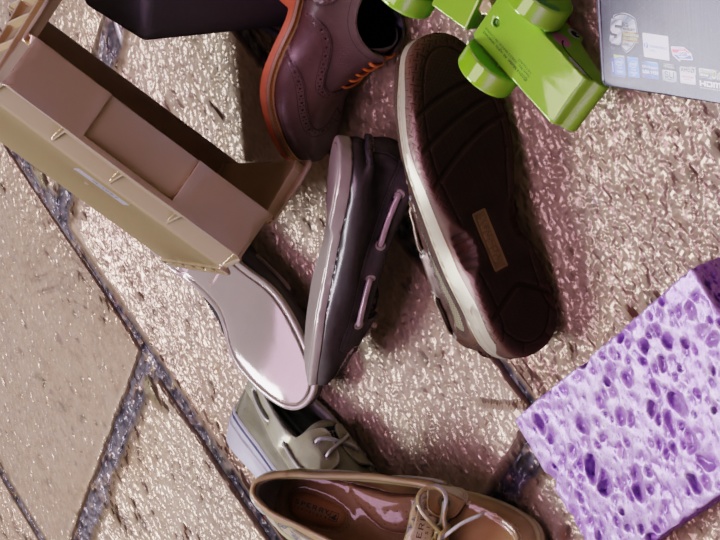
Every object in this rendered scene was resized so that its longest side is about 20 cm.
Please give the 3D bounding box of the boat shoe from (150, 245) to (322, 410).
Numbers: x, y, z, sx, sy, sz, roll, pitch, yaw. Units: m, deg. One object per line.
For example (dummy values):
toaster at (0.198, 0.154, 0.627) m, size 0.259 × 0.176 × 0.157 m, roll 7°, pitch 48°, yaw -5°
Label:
boat shoe at (-0.080, 0.017, 1.476) m, size 0.200 × 0.057 × 0.067 m, roll 49°, pitch 117°, yaw 23°

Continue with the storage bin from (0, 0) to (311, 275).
storage bin at (-0.158, -0.093, 1.348) m, size 0.200 × 0.094 × 0.198 m, roll 37°, pitch 170°, yaw -17°

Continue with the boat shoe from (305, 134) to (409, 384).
boat shoe at (0.000, 0.000, 1.337) m, size 0.067 × 0.057 × 0.201 m, roll -94°, pitch 11°, yaw -51°

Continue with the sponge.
sponge at (0.173, 0.088, 1.175) m, size 0.112 × 0.030 × 0.200 m, roll 61°, pitch 143°, yaw 15°

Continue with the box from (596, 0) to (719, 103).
box at (0.200, -0.162, 1.016) m, size 0.200 × 0.051 × 0.159 m, roll 17°, pitch 116°, yaw 50°

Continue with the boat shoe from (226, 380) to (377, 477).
boat shoe at (-0.031, 0.136, 1.436) m, size 0.200 × 0.072 × 0.062 m, roll 36°, pitch 125°, yaw 41°

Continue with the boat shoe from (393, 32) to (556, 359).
boat shoe at (0.054, -0.042, 1.247) m, size 0.075 × 0.074 × 0.203 m, roll -7°, pitch 99°, yaw 60°

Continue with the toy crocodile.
toy crocodile at (0.072, -0.160, 1.186) m, size 0.200 × 0.062 × 0.068 m, roll 47°, pitch 124°, yaw 25°

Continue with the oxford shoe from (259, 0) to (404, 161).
oxford shoe at (-0.015, -0.138, 1.303) m, size 0.073 × 0.071 × 0.201 m, roll 27°, pitch 140°, yaw 17°

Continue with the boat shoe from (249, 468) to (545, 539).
boat shoe at (0.022, 0.169, 1.328) m, size 0.199 × 0.063 × 0.074 m, roll 5°, pitch 76°, yaw 26°

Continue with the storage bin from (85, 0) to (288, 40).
storage bin at (-0.099, -0.239, 1.316) m, size 0.145 × 0.134 × 0.201 m, roll 34°, pitch 130°, yaw 41°
